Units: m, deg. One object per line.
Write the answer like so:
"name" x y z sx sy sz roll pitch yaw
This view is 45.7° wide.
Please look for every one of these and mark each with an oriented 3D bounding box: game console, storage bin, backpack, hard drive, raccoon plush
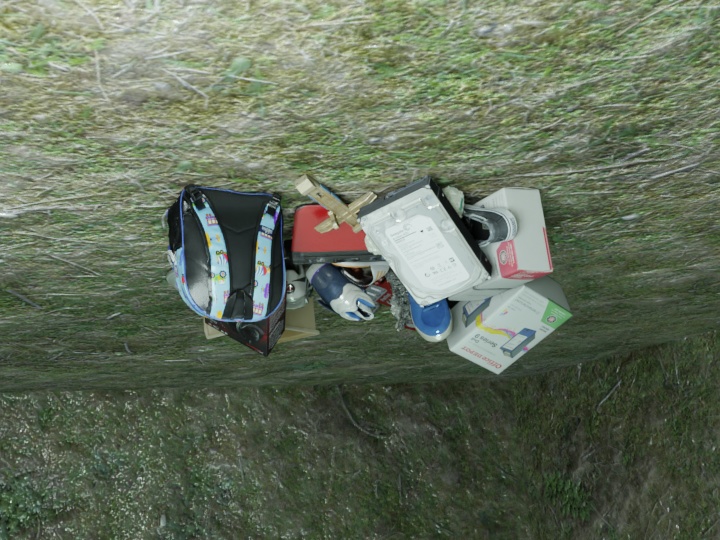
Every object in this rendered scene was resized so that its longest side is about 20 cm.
"game console" -0.030 -0.078 1.501 0.196 0.121 0.172 -2 -163 -13
"storage bin" -0.235 0.111 2.002 0.196 0.096 0.199 -15 163 32
"backpack" -0.205 -0.014 1.309 0.180 0.204 0.134 2 164 -31
"hard drive" 0.103 -0.042 1.351 0.138 0.038 0.201 -23 119 27
"raccoon plush" 0.114 0.061 1.708 0.095 0.137 0.200 -13 -168 -18

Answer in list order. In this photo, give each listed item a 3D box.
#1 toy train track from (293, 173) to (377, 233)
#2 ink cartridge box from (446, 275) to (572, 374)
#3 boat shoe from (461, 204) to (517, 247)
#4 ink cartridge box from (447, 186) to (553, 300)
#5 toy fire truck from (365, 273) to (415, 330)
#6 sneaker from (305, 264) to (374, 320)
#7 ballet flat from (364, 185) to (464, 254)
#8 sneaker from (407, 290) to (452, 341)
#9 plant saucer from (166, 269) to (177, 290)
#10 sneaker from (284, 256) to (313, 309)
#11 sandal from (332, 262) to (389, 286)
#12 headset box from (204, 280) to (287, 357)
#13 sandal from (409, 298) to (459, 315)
"toy train track" -0.039 -0.095 1.342 0.114 0.033 0.199 -32 150 16
"ink cartridge box" 0.270 0.087 1.596 0.144 0.088 0.200 28 124 -32
"boat shoe" 0.168 -0.068 1.415 0.067 0.073 0.199 -17 -166 -32
"ink cartridge box" 0.226 -0.041 1.474 0.083 0.149 0.199 0 164 -29
"toy fire truck" 0.091 0.046 1.877 0.165 0.114 0.200 17 160 -10
"sneaker" -0.025 0.054 1.714 0.081 0.147 0.200 -45 163 4
"ballet flat" 0.085 -0.068 1.398 0.198 0.073 0.071 -32 154 28
"sneaker" 0.109 0.024 1.521 0.075 0.202 0.112 -17 135 9
"plant saucer" -0.297 0.029 1.750 0.196 0.051 0.200 -6 166 -1
"sneaker" -0.135 0.012 1.719 0.073 0.090 0.200 -9 -169 -5
"sandal" -0.007 -0.002 1.624 0.078 0.060 0.206 16 -171 26
"headset box" -0.218 0.056 1.606 0.147 0.078 0.201 27 148 10
"sandal" 0.192 0.081 1.671 0.196 0.044 0.076 -4 150 -10
